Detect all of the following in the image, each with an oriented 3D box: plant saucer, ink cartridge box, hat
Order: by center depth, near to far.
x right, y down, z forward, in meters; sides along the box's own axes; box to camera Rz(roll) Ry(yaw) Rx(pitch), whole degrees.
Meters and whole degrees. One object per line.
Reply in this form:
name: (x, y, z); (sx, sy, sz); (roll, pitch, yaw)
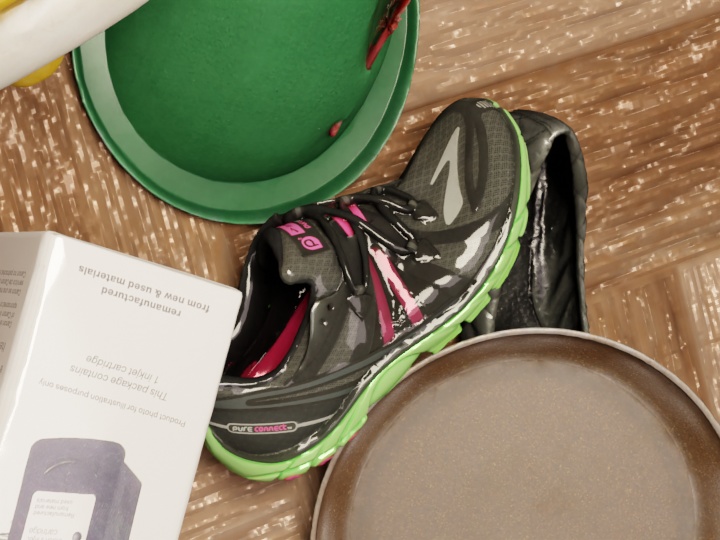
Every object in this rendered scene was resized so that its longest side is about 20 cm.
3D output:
ink cartridge box: (-0.131, 0.092, 0.893); (0.084, 0.145, 0.202); (18, 83, -24)
hat: (-0.010, -0.118, 0.953); (0.165, 0.176, 0.202); (17, 85, -25)
plant saucer: (0.075, 0.121, 1.053); (0.198, 0.032, 0.202); (-1, 102, -4)

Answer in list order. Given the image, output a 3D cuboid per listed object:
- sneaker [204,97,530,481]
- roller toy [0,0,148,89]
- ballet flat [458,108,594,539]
sneaker: (0.000, 0.000, 1.008); (0.200, 0.077, 0.084); (-51, 128, -13)
roller toy: (-0.152, -0.134, 0.881); (0.182, 0.199, 0.140); (-41, 109, -39)
ballet flat: (0.079, 0.027, 1.067); (0.066, 0.057, 0.202); (-11, 97, -25)
